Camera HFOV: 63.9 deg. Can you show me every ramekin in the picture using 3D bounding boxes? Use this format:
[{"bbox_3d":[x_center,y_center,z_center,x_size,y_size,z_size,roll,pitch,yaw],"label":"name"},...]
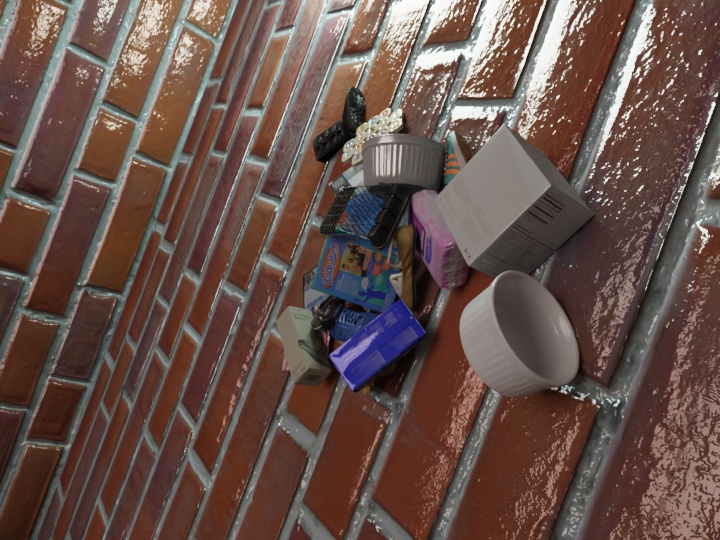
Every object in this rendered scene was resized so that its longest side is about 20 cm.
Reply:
[{"bbox_3d":[0.259,0.111,0.961,0.098,0.199,0.203,-40,45,43],"label":"ramekin"},{"bbox_3d":[0.097,-0.230,1.336,0.199,0.198,0.107,-4,80,51],"label":"ramekin"}]

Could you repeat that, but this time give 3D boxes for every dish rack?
[{"bbox_3d":[0.001,-0.123,1.275,0.198,0.055,0.155,4,59,44],"label":"dish rack"}]

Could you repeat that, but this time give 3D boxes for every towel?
[{"bbox_3d":[-0.153,0.203,1.563,0.199,0.030,0.149,-7,75,48],"label":"towel"}]

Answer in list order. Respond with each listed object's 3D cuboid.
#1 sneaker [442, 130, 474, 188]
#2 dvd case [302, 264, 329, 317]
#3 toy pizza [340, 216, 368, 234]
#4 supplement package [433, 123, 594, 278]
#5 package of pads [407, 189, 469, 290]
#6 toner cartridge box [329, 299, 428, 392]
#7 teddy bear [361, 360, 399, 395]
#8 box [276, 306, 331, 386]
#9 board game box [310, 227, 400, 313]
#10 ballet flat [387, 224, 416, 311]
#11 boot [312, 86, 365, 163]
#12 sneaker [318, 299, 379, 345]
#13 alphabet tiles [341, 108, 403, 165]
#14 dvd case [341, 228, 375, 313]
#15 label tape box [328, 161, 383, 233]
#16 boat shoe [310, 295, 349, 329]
[{"bbox_3d":[0.212,-0.220,1.279,0.080,0.071,0.202,-32,51,34],"label":"sneaker"},{"bbox_3d":[-0.112,0.074,1.602,0.142,0.017,0.202,-34,50,40],"label":"dvd case"},{"bbox_3d":[0.009,-0.079,1.507,0.199,0.031,0.203,-23,58,43],"label":"toy pizza"},{"bbox_3d":[0.279,-0.118,1.079,0.200,0.146,0.193,-47,42,27],"label":"supplement package"},{"bbox_3d":[0.165,-0.069,1.228,0.201,0.075,0.122,-115,21,-46],"label":"package of pads"},{"bbox_3d":[0.039,0.161,1.231,0.199,0.043,0.095,-38,71,3],"label":"toner cartridge box"},{"bbox_3d":[0.045,0.184,1.306,0.200,0.066,0.146,-44,40,30],"label":"teddy bear"},{"bbox_3d":[-0.147,0.193,1.479,0.068,0.082,0.201,-48,47,29],"label":"box"},{"bbox_3d":[0.000,0.000,1.346,0.045,0.198,0.154,-44,-26,-83],"label":"board game box"},{"bbox_3d":[0.090,-0.004,1.272,0.069,0.062,0.203,-107,14,-69],"label":"ballet flat"},{"bbox_3d":[-0.070,-0.443,1.767,0.199,0.065,0.167,-32,48,46],"label":"boot"},{"bbox_3d":[-0.030,0.116,1.344,0.077,0.111,0.199,-55,16,-24],"label":"sneaker"},{"bbox_3d":[0.033,-0.363,1.571,0.199,0.015,0.197,-27,36,27],"label":"alphabet tiles"},{"bbox_3d":[-0.008,0.000,1.452,0.200,0.022,0.148,37,114,43],"label":"dvd case"},{"bbox_3d":[0.017,-0.201,1.481,0.144,0.063,0.201,-36,39,3],"label":"label tape box"},{"bbox_3d":[-0.073,0.077,1.445,0.200,0.057,0.067,-41,15,37],"label":"boat shoe"}]
